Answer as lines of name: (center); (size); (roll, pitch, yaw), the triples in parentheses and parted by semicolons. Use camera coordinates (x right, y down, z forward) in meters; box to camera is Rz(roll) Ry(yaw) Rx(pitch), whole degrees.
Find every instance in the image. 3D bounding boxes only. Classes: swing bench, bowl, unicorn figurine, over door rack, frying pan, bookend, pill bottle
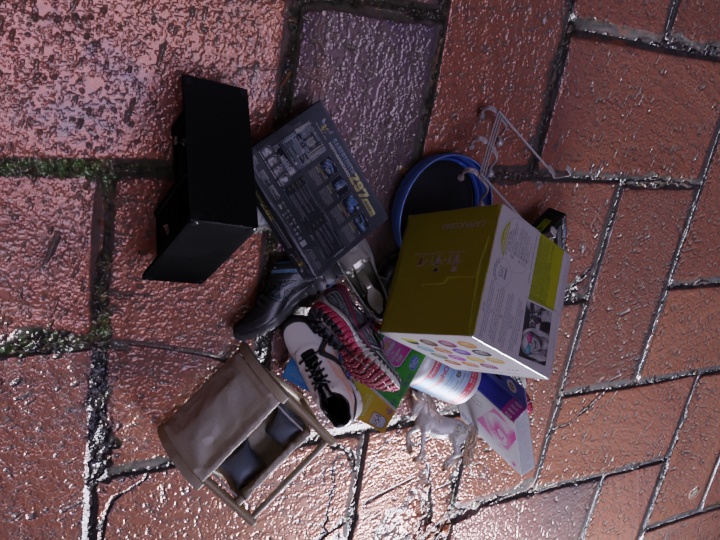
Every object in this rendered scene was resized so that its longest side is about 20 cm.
swing bench: (-0.183, 0.263, 1.197); (0.199, 0.130, 0.200); (-45, 127, -3)
bowl: (0.136, -0.098, 1.253); (0.197, 0.039, 0.205); (-13, 114, -29)
unicorn figurine: (0.144, 0.311, 1.450); (0.196, 0.074, 0.140); (18, 95, -26)
over door rack: (0.253, -0.156, 1.237); (0.198, 0.066, 0.150); (33, 61, -21)
frying pan: (0.050, 0.005, 1.273); (0.116, 0.031, 0.189); (-52, 131, 0)
bookend: (-0.223, -0.113, 0.993); (0.090, 0.198, 0.205); (6, 67, -32)
pill bottle: (0.121, 0.164, 1.341); (0.198, 0.109, 0.110); (28, 98, -37)

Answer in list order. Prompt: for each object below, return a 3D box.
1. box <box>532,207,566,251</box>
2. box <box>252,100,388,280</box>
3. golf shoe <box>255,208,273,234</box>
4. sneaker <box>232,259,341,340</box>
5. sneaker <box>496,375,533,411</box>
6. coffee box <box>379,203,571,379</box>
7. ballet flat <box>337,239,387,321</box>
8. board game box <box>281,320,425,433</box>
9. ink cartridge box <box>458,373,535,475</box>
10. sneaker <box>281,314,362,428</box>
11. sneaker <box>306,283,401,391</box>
box: (0.318, 0.019, 1.378); (0.193, 0.047, 0.203); (-42, 138, -26)
box: (-0.069, -0.114, 1.059); (0.157, 0.051, 0.202); (-40, 107, -26)
golf shoe: (-0.127, -0.107, 1.095); (0.196, 0.078, 0.100); (-12, 102, -31)
sneaker: (-0.127, 0.031, 1.165); (0.199, 0.073, 0.083); (-38, 101, -6)
sneaker: (0.292, 0.236, 1.489); (0.074, 0.081, 0.203); (-30, 126, -10)
coffee box: (0.179, 0.035, 1.147); (0.196, 0.197, 0.204); (28, 71, -36)
ballet flat: (0.000, 0.000, 1.198); (0.069, 0.069, 0.202); (-34, 118, -11)
board game box: (-0.012, 0.154, 1.235); (0.197, 0.040, 0.155); (28, 100, -2)
ink cartridge box: (0.247, 0.256, 1.407); (0.043, 0.196, 0.203); (-27, 125, -17)
sneaker: (-0.060, 0.160, 1.179); (0.073, 0.080, 0.202); (-33, 95, 10)
sneaker: (0.005, 0.111, 1.170); (0.201, 0.080, 0.075); (53, 53, -18)
